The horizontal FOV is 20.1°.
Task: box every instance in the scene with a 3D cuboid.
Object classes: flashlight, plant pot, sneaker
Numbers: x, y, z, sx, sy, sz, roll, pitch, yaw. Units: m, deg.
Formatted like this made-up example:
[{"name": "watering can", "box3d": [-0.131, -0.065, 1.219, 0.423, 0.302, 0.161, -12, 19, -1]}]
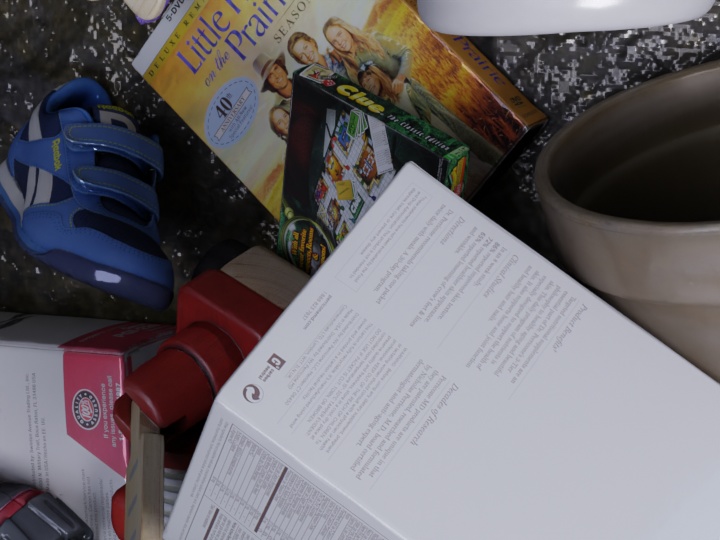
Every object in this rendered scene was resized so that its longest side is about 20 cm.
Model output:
[{"name": "flashlight", "box3d": [-0.241, 0.109, 1.133, 0.199, 0.068, 0.068, 38, 88, 18]}, {"name": "plant pot", "box3d": [0.191, 0.014, 0.927, 0.198, 0.200, 0.175, -1, 116, 27]}, {"name": "sneaker", "box3d": [-0.144, -0.044, 1.099, 0.083, 0.074, 0.200, -57, 35, 9]}]

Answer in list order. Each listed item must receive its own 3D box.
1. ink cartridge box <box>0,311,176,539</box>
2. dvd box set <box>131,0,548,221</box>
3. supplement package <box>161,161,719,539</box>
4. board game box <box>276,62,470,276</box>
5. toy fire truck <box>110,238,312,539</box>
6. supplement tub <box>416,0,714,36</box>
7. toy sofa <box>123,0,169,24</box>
[{"name": "ink cartridge box", "box3d": [-0.196, 0.103, 1.192, 0.198, 0.085, 0.147, 3, 102, 26]}, {"name": "dvd box set", "box3d": [-0.015, -0.096, 1.087, 0.200, 0.029, 0.147, 47, 118, 11]}, {"name": "supplement package", "box3d": [0.044, 0.094, 0.884, 0.199, 0.152, 0.151, 36, 148, 7]}, {"name": "board game box", "box3d": [0.000, 0.000, 1.059, 0.104, 0.023, 0.201, 30, 132, 26]}, {"name": "toy fire truck", "box3d": [-0.084, 0.109, 1.041, 0.128, 0.199, 0.177, 31, 133, 27]}, {"name": "supplement tub", "box3d": [0.092, -0.215, 0.942, 0.143, 0.144, 0.202, 2, 101, 27]}, {"name": "toy sofa", "box3d": [-0.085, -0.232, 1.066, 0.097, 0.083, 0.201, 39, 115, 10]}]
